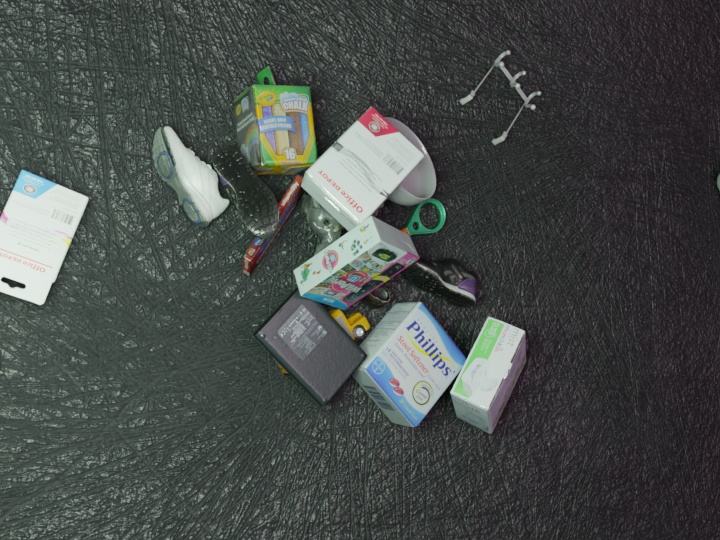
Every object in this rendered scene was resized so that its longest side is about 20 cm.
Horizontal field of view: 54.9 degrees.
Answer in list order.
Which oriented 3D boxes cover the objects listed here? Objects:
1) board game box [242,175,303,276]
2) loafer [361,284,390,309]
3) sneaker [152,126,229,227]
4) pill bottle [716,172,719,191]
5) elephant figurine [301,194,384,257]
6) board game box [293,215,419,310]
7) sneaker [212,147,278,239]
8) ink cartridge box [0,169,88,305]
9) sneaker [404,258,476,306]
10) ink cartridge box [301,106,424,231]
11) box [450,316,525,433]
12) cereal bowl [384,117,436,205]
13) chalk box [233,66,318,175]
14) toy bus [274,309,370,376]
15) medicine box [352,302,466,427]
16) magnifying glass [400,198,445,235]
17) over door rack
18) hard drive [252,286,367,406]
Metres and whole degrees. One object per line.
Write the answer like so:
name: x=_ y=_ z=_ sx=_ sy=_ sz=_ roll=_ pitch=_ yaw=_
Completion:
board game box: x=-0.172 y=-0.087 z=1.373 sx=0.019 sy=0.103 sz=0.200 roll=31 pitch=71 yaw=-1
loafer: x=0.000 y=0.000 z=1.479 sx=0.200 sy=0.071 sz=0.073 roll=45 pitch=67 yaw=-19
sneaker: x=-0.325 y=-0.184 z=1.323 sx=0.087 sy=0.074 sz=0.201 roll=-39 pitch=112 yaw=-38
pill bottle: x=1.209 y=-0.305 z=2.158 sx=0.200 sy=0.112 sz=0.113 roll=-32 pitch=101 yaw=-27
elephant figurine: x=-0.060 y=-0.135 z=1.421 sx=0.200 sy=0.155 sz=0.142 roll=-31 pitch=135 yaw=-27
board game box: x=-0.007 y=-0.010 z=1.353 sx=0.147 sy=0.200 sz=0.064 roll=22 pitch=41 yaw=-52
sneaker: x=-0.212 y=-0.138 z=1.331 sx=0.075 sy=0.088 sz=0.200 roll=-25 pitch=71 yaw=-14
ink cartridge box: x=-0.556 y=-0.052 z=1.174 sx=0.115 sy=0.068 sz=0.201 roll=24 pitch=74 yaw=-25
sneaker: x=0.183 y=0.005 z=1.584 sx=0.200 sy=0.076 sz=0.088 roll=30 pitch=59 yaw=-29
ink cartridge box: x=0.002 y=-0.193 z=1.351 sx=0.145 sy=0.083 sz=0.200 roll=43 pitch=72 yaw=-2
box: x=0.293 y=0.238 z=1.558 sx=0.200 sy=0.096 sz=0.177 roll=-59 pitch=154 yaw=-19
cereal bowl: x=0.072 y=-0.227 z=1.514 sx=0.200 sy=0.083 sz=0.201 roll=28 pitch=49 yaw=-37
chalk box: x=-0.172 y=-0.297 z=1.378 sx=0.123 sy=0.124 sz=0.201 roll=-5 pitch=90 yaw=-29
toy bus: x=-0.078 y=0.144 z=1.428 sx=0.200 sy=0.065 sz=0.078 roll=-35 pitch=101 yaw=-26
medicine box: x=0.099 y=0.200 z=1.500 sx=0.200 sy=0.103 sz=0.182 roll=-47 pitch=108 yaw=-23
magnifying glass: x=0.120 y=-0.097 z=1.583 sx=0.200 sy=0.022 sz=0.080 roll=-35 pitch=103 yaw=-26
over door rack: x=0.358 y=-0.432 z=1.718 sx=0.148 sy=0.067 sz=0.200 roll=47 pitch=66 yaw=-17
hard drive: x=-0.095 y=0.148 z=1.362 sx=0.200 sy=0.033 sz=0.140 roll=48 pitch=65 yaw=-13
